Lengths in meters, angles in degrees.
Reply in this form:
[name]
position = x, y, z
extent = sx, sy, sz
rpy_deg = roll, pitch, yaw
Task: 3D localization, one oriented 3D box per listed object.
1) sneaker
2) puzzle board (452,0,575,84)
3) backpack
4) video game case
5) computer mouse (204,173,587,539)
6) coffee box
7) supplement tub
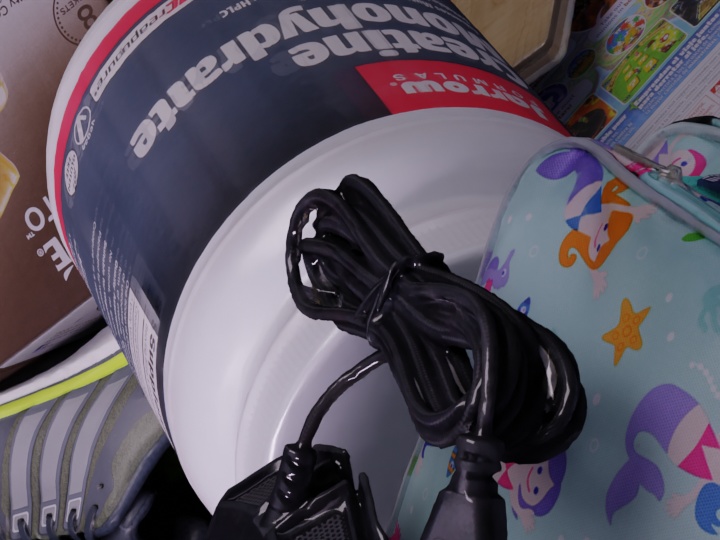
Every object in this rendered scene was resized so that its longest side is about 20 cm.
[sneaker]
position = -0.090, 0.074, 0.920
extent = 0.200, 0.074, 0.081
rpy_deg = -39, 36, 22
[puzzle board]
position = 0.027, -0.093, 0.984
extent = 0.151, 0.017, 0.200
rpy_deg = -35, 24, 33
[backpack]
position = 0.102, 0.066, 0.592
extent = 0.200, 0.150, 0.178
rpy_deg = 32, 106, 52
[video game case]
position = 0.085, -0.045, 0.876
extent = 0.143, 0.018, 0.200
rpy_deg = -47, 30, 4
[computer mouse]
position = -0.001, 0.088, 0.574
extent = 0.140, 0.046, 0.201
rpy_deg = 31, 104, 67
[coffee box]
position = -0.123, -0.025, 0.957
extent = 0.200, 0.115, 0.080
rpy_deg = -35, -7, 28
[supplement tub]
position = 0.000, 0.000, 0.778
extent = 0.140, 0.140, 0.200
rpy_deg = -45, 35, 6
